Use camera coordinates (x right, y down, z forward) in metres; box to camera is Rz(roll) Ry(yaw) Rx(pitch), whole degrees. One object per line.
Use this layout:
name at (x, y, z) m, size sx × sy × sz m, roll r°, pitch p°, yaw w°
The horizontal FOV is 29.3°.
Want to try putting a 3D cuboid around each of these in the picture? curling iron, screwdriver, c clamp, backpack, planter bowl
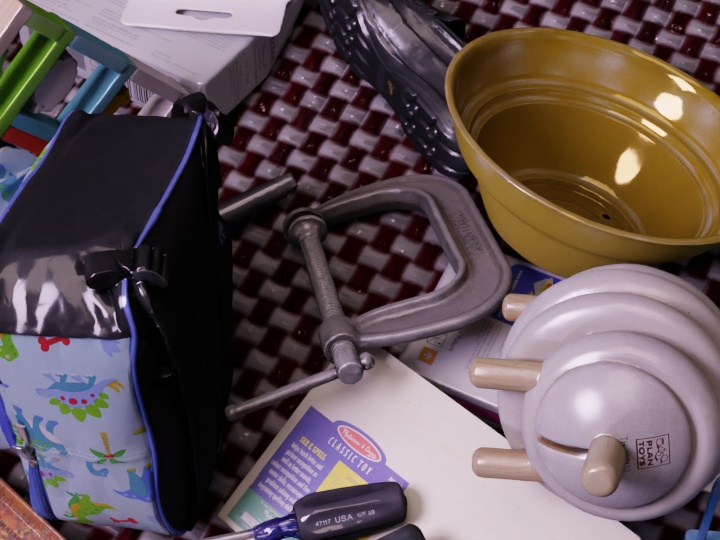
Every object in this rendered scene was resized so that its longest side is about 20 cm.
curling iron at (-0.126, -0.009, 0.866) m, size 0.199 × 0.026 × 0.050 m, roll -28°, pitch 20°, yaw -13°
screwdriver at (-0.072, 0.144, 0.722) m, size 0.198 × 0.029 × 0.028 m, roll -15°, pitch 31°, yaw -4°
c clamp at (0.000, 0.000, 0.806) m, size 0.169 × 0.027 × 0.201 m, roll -14°, pitch 32°, yaw 3°
backpack at (-0.144, 0.033, 0.743) m, size 0.146 × 0.201 × 0.184 m, roll 2°, pitch 38°, yaw 9°
planter bowl at (0.134, -0.053, 0.812) m, size 0.199 × 0.084 × 0.201 m, roll 11°, pitch 40°, yaw -10°

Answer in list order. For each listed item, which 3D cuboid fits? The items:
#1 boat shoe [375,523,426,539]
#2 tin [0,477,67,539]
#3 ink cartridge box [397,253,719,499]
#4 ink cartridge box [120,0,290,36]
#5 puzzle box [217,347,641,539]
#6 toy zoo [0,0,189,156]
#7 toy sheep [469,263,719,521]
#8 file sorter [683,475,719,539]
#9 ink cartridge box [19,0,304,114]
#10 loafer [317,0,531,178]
boat shoe at (-0.052, 0.176, 0.700) m, size 0.198 × 0.075 × 0.067 m, roll -17°, pitch 67°, yaw 5°
tin at (-0.210, 0.185, 0.761) m, size 0.199 × 0.042 × 0.112 m, roll 36°, pitch 66°, yaw 24°
ink cartridge box at (0.128, 0.058, 0.794) m, size 0.199 × 0.037 × 0.095 m, roll 20°, pitch 64°, yaw 20°
ink cartridge box at (-0.096, -0.250, 0.950) m, size 0.116 × 0.068 × 0.201 m, roll 5°, pitch 47°, yaw 3°
puzzle box at (0.035, 0.140, 0.746) m, size 0.199 × 0.025 × 0.133 m, roll 36°, pitch 84°, yaw 23°
toy zoo at (-0.181, -0.078, 0.827) m, size 0.020 × 0.200 × 0.131 m, roll 42°, pitch 98°, yaw 26°
toy sheep at (0.127, 0.062, 0.691) m, size 0.137 × 0.139 × 0.200 m, roll 10°, pitch 27°, yaw 13°
file sorter at (0.228, 0.206, 0.645) m, size 0.137 × 0.123 × 0.201 m, roll 3°, pitch 60°, yaw 8°
ink cartridge box at (-0.118, -0.194, 0.977) m, size 0.159 × 0.048 × 0.200 m, roll 25°, pitch 49°, yaw 20°
loafer at (0.036, -0.146, 0.909) m, size 0.070 × 0.068 × 0.201 m, roll -26°, pitch 63°, yaw -20°
